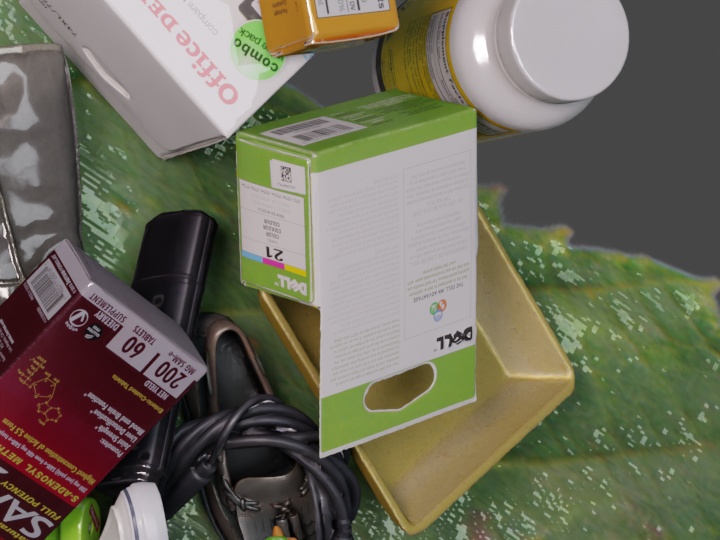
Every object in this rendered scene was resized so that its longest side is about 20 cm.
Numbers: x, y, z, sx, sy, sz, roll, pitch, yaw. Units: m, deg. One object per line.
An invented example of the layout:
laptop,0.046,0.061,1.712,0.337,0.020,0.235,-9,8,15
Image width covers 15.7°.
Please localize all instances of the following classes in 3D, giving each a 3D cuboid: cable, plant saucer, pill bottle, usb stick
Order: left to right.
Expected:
usb stick,-0.131,0.050,1.672,0.033,0.055,0.200,44,47,-45
cable,-0.083,0.168,1.688,0.163,0.051,0.200,4,114,0
plant saucer,0.030,0.047,1.750,0.200,0.048,0.200,-39,103,-39
pill bottle,0.093,-0.144,1.724,0.112,0.200,0.113,1,87,-23

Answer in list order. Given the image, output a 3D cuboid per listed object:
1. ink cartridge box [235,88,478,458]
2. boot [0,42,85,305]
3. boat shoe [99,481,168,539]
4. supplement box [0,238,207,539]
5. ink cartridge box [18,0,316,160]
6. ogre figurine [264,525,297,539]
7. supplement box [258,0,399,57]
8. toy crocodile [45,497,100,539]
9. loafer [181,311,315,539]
ink cartridge box,0.000,0.000,1.665,0.148,0.076,0.200,-18,115,-41
boot,-0.249,-0.031,1.626,0.182,0.073,0.200,-14,90,-19
boat shoe,-0.158,0.220,1.631,0.067,0.074,0.200,-4,124,-17
supplement box,-0.202,0.091,1.578,0.200,0.061,0.109,-46,127,6
ink cartridge box,-0.088,-0.194,1.680,0.200,0.146,0.147,-46,104,-18
ogre figurine,-0.049,0.229,1.628,0.098,0.200,0.120,-34,109,-34
supplement box,-0.032,-0.234,1.591,0.069,0.067,0.200,-7,90,-26
toy crocodile,-0.196,0.123,1.670,0.067,0.062,0.200,2,80,13
loafer,-0.071,0.123,1.718,0.072,0.063,0.200,-24,97,-21
